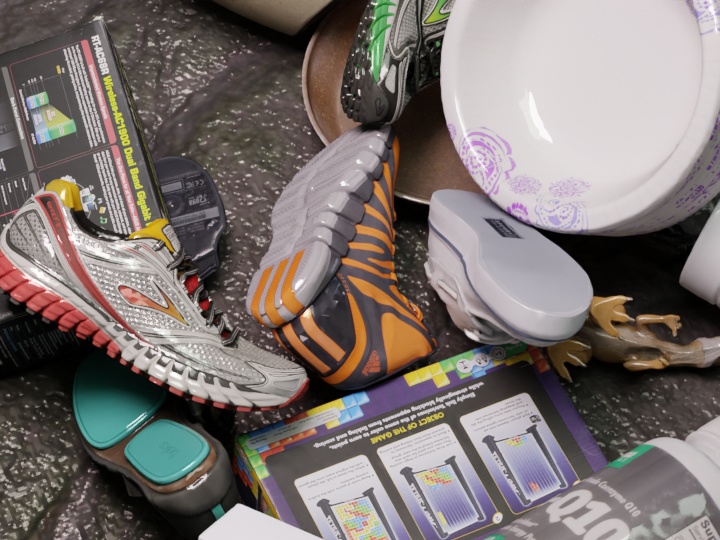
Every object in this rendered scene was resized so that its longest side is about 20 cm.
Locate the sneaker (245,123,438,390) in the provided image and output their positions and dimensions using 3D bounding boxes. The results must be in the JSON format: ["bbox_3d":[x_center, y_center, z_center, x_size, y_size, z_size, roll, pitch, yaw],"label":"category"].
[{"bbox_3d":[0.000,0.000,1.640,0.112,0.077,0.200,47,41,-22],"label":"sneaker"}]

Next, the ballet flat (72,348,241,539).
[{"bbox_3d":[-0.119,0.108,1.560,0.068,0.068,0.200,-33,28,-5],"label":"ballet flat"}]

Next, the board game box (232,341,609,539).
[{"bbox_3d":[0.047,0.142,1.569,0.200,0.057,0.166,-19,61,-18],"label":"board game box"}]

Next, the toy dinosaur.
[{"bbox_3d":[0.132,0.035,1.656,0.200,0.106,0.061,21,93,7],"label":"toy dinosaur"}]

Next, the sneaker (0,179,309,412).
[{"bbox_3d":[-0.116,0.017,1.539,0.200,0.078,0.082,30,94,-1],"label":"sneaker"}]

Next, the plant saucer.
[{"bbox_3d":[0.060,-0.112,1.761,0.200,0.037,0.201,2,54,-3],"label":"plant saucer"}]

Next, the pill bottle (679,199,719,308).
[{"bbox_3d":[0.303,0.020,1.632,0.200,0.120,0.120,30,58,11],"label":"pill bottle"}]

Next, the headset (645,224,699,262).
[{"bbox_3d":[0.216,-0.107,1.731,0.094,0.123,0.200,19,68,-15],"label":"headset"}]

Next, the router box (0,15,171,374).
[{"bbox_3d":[-0.200,-0.045,1.655,0.150,0.062,0.200,-19,58,1],"label":"router box"}]

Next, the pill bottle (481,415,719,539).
[{"bbox_3d":[0.153,0.163,1.474,0.200,0.113,0.113,-29,62,-19],"label":"pill bottle"}]

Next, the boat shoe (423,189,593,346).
[{"bbox_3d":[0.085,0.012,1.596,0.073,0.066,0.200,8,18,-13],"label":"boat shoe"}]

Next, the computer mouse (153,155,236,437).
[{"bbox_3d":[-0.105,0.017,1.662,0.058,0.034,0.200,-11,62,4],"label":"computer mouse"}]

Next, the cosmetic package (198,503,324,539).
[{"bbox_3d":[-0.002,0.232,1.425,0.200,0.151,0.052,21,25,20],"label":"cosmetic package"}]

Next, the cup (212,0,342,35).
[{"bbox_3d":[-0.049,-0.242,1.767,0.200,0.200,0.143,-39,92,-27],"label":"cup"}]

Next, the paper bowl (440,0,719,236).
[{"bbox_3d":[0.156,-0.120,1.635,0.201,0.201,0.104,49,24,26],"label":"paper bowl"}]

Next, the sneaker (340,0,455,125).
[{"bbox_3d":[0.046,-0.153,1.700,0.085,0.078,0.200,24,39,6],"label":"sneaker"}]
